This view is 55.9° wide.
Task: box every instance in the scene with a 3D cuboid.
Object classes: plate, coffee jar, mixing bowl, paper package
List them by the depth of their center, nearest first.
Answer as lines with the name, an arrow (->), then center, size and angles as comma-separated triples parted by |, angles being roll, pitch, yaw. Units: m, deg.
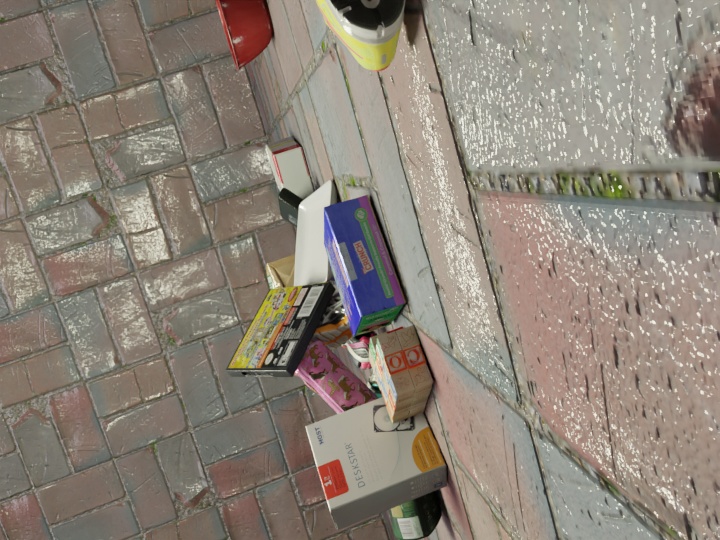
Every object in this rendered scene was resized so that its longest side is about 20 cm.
coffee jar -> 0.081, 0.380, 1.251 | 0.104, 0.084, 0.205 | -27, -78, -60
plate -> -0.089, -0.062, 1.401 | 0.199, 0.031, 0.206 | 157, 117, -64
mixing bowl -> -0.267, -0.584, 1.577 | 0.200, 0.106, 0.205 | 161, 91, -82
paper package -> -0.128, 0.013, 1.627 | 0.200, 0.186, 0.106 | 151, 99, -81

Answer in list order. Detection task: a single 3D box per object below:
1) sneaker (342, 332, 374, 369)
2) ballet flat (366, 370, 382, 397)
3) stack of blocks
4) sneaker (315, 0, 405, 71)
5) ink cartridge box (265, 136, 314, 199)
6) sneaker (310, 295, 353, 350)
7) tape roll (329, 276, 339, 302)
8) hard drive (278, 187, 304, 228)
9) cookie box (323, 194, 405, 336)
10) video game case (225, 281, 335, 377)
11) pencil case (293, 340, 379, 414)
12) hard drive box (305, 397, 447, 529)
sneaker -> -0.017, 0.133, 1.507 | 0.199, 0.079, 0.076 | 37, 138, 47
ballet flat -> 0.049, 0.213, 1.315 | 0.201, 0.070, 0.073 | 98, 153, -69
stack of blocks -> 0.058, 0.152, 1.045 | 0.201, 0.057, 0.118 | 89, 162, -67
sneaker -> -0.018, -0.257, 0.589 | 0.091, 0.076, 0.204 | 71, 180, -67
ink cartridge box -> -0.193, -0.272, 1.852 | 0.200, 0.081, 0.149 | -127, 19, -67
sneaker -> -0.045, 0.092, 1.299 | 0.078, 0.197, 0.079 | 34, -143, -48
tape roll -> -0.085, 0.088, 1.436 | 0.200, 0.195, 0.087 | -133, 26, -73
hard drive -> -0.139, -0.132, 1.682 | 0.138, 0.033, 0.200 | 33, 171, 0
cookie box -> 0.000, 0.000, 1.062 | 0.200, 0.073, 0.175 | 104, 148, -77
video game case -> -0.153, 0.113, 1.299 | 0.178, 0.203, 0.026 | -8, 135, 41
pencil case -> -0.038, 0.220, 1.252 | 0.200, 0.083, 0.087 | 44, 174, 10
hard drive box -> 0.025, 0.307, 1.121 | 0.078, 0.195, 0.158 | 79, 169, -49
